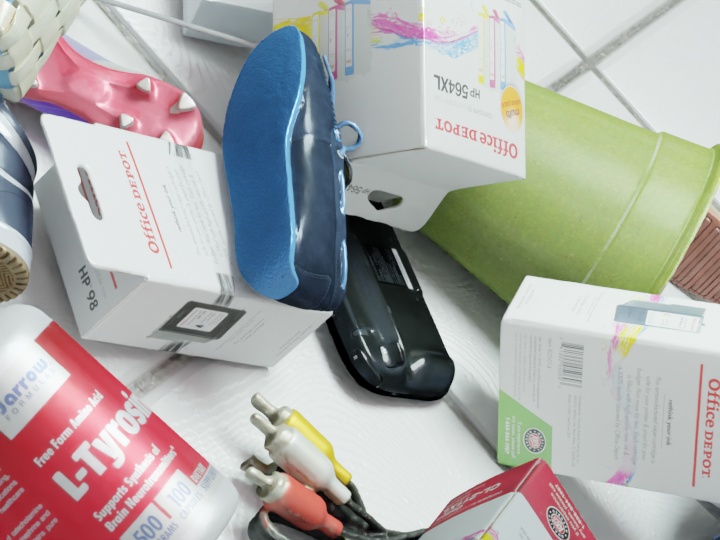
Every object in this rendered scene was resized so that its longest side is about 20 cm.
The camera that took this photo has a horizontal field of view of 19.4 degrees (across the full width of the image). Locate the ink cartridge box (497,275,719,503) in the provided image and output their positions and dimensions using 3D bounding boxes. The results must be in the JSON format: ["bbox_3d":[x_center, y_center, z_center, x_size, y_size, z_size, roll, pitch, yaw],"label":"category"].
[{"bbox_3d":[0.195,0.081,1.398,0.199,0.118,0.067,9,29,18],"label":"ink cartridge box"}]

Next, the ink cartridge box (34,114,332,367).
[{"bbox_3d":[-0.121,-0.016,1.278,0.200,0.067,0.116,12,47,-46],"label":"ink cartridge box"}]

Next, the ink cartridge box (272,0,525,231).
[{"bbox_3d":[0.027,-0.134,1.395,0.128,0.125,0.201,11,75,-53],"label":"ink cartridge box"}]

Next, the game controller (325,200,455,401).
[{"bbox_3d":[0.000,0.000,1.437,0.104,0.042,0.201,21,41,-54],"label":"game controller"}]

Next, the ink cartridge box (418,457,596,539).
[{"bbox_3d":[0.079,0.225,1.225,0.146,0.083,0.200,58,34,-6],"label":"ink cartridge box"}]

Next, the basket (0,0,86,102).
[{"bbox_3d":[-0.257,-0.198,1.242,0.200,0.139,0.177,30,72,8],"label":"basket"}]

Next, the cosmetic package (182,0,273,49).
[{"bbox_3d":[-0.054,-0.250,1.552,0.150,0.052,0.201,11,56,-21],"label":"cosmetic package"}]

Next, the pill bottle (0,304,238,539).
[{"bbox_3d":[-0.170,0.092,1.094,0.200,0.112,0.112,43,35,-5],"label":"pill bottle"}]

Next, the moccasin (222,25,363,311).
[{"bbox_3d":[-0.043,-0.058,1.303,0.068,0.080,0.201,31,48,-37],"label":"moccasin"}]

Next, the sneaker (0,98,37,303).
[{"bbox_3d":[-0.266,-0.071,1.189,0.200,0.070,0.109,34,41,-29],"label":"sneaker"}]

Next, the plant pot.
[{"bbox_3d":[0.131,-0.052,1.510,0.190,0.200,0.200,31,36,-2],"label":"plant pot"}]

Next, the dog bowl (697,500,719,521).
[{"bbox_3d":[0.317,0.184,1.477,0.200,0.059,0.200,37,-3,2],"label":"dog bowl"}]

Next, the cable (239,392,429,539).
[{"bbox_3d":[0.004,0.155,1.266,0.200,0.050,0.097,31,35,-20],"label":"cable"}]

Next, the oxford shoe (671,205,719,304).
[{"bbox_3d":[0.255,-0.052,1.720,0.200,0.071,0.074,43,32,-5],"label":"oxford shoe"}]

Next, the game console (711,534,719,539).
[{"bbox_3d":[0.295,0.263,1.347,0.200,0.170,0.118,56,12,-24],"label":"game console"}]

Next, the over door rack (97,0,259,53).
[{"bbox_3d":[-0.109,-0.228,1.443,0.199,0.067,0.148,24,57,-1],"label":"over door rack"}]

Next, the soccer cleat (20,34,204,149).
[{"bbox_3d":[-0.191,-0.121,1.338,0.199,0.076,0.067,28,71,0],"label":"soccer cleat"}]
